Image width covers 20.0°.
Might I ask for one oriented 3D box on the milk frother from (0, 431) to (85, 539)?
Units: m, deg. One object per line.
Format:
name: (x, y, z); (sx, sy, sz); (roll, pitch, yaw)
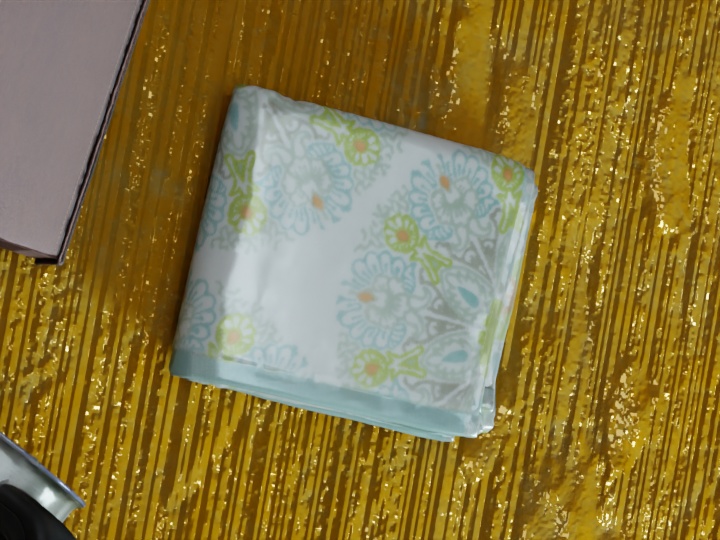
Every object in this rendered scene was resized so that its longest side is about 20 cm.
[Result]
milk frother: (-0.210, 0.191, 1.068); (0.188, 0.180, 0.200); (-52, 150, -12)

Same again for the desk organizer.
desk organizer: (-0.171, -0.109, 1.094); (0.077, 0.072, 0.200); (19, 84, -18)

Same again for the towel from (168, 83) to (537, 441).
towel: (0.000, 0.000, 1.177); (0.200, 0.048, 0.171); (14, 83, -21)
